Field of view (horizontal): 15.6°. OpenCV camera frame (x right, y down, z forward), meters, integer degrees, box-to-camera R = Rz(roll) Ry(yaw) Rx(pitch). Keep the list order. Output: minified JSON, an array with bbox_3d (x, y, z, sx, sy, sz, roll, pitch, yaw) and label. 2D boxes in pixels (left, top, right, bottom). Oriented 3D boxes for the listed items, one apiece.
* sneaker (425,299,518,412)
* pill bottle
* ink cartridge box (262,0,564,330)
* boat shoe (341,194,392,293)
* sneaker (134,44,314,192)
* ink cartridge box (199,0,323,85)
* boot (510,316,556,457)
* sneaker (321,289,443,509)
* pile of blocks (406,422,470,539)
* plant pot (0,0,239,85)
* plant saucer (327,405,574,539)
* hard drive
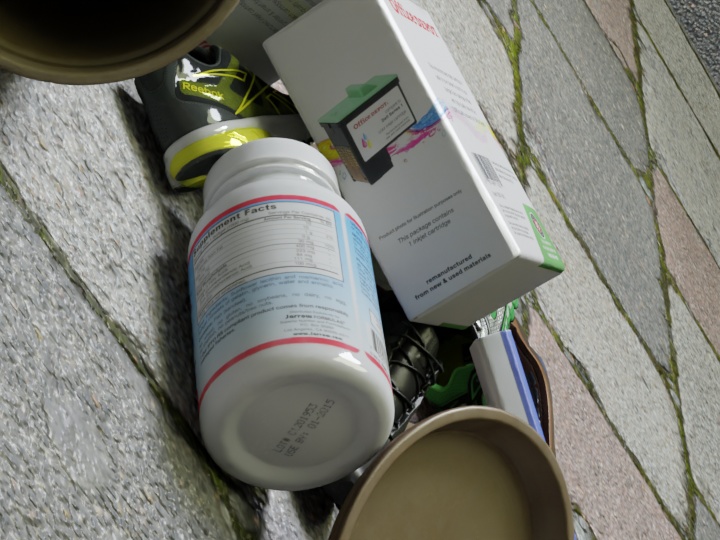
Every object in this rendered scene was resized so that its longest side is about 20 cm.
[{"bbox_3d":[0.071,0.028,1.900,0.085,0.078,0.201,45,25,-46],"label":"sneaker"},{"bbox_3d":[-0.044,0.020,1.510,0.109,0.108,0.200,50,21,-39],"label":"pill bottle"},{"bbox_3d":[0.035,-0.071,1.645,0.201,0.084,0.145,62,12,11],"label":"ink cartridge box"},{"bbox_3d":[0.000,0.000,1.751,0.200,0.062,0.071,28,41,-63],"label":"boat shoe"},{"bbox_3d":[-0.078,-0.105,1.651,0.085,0.074,0.200,64,17,2],"label":"sneaker"},{"bbox_3d":[-0.046,-0.207,1.686,0.145,0.200,0.084,35,30,-58],"label":"ink cartridge box"},{"bbox_3d":[0.123,0.105,1.949,0.097,0.075,0.200,42,25,-45],"label":"boot"},{"bbox_3d":[0.006,0.070,1.620,0.076,0.091,0.200,56,19,-29],"label":"sneaker"},{"bbox_3d":[0.022,0.153,1.624,0.062,0.082,0.200,19,17,-6],"label":"pile of blocks"},{"bbox_3d":[-0.151,-0.203,1.434,0.200,0.200,0.174,61,0,-7],"label":"plant pot"},{"bbox_3d":[0.046,0.174,1.508,0.200,0.029,0.201,-11,106,-43],"label":"plant saucer"},{"bbox_3d":[0.116,0.141,1.765,0.132,0.025,0.201,80,-7,-86],"label":"hard drive"}]
